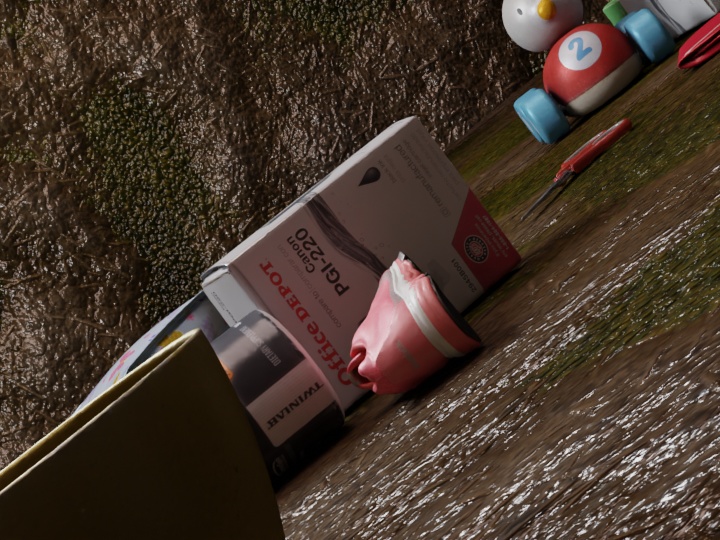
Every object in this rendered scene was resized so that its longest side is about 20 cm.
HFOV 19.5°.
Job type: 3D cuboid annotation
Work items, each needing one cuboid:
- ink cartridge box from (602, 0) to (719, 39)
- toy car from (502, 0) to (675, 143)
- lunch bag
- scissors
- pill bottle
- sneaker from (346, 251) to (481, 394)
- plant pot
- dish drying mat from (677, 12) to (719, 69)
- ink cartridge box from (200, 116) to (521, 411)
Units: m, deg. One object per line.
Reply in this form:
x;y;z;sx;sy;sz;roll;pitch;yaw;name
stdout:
0.399;-0.346;2.484;0.146;0.084;0.200;-39;4;-20;ink cartridge box
0.227;-0.280;2.420;0.184;0.200;0.177;-38;4;3;toy car
-0.179;0.108;2.149;0.200;0.127;0.170;-52;9;-33;lunch bag
0.184;-0.083;1.918;0.200;0.014;0.073;-42;8;-38;scissors
-0.116;0.127;1.468;0.200;0.106;0.106;-39;4;-12;pill bottle
0.022;0.042;1.445;0.087;0.074;0.200;-39;4;-1;sneaker
-0.109;0.142;0.945;0.200;0.142;0.200;-38;3;3;plant pot
0.353;-0.236;2.116;0.077;0.018;0.200;-38;4;14;dish drying mat
0.000;0.000;1.597;0.200;0.146;0.085;-39;5;-19;ink cartridge box
